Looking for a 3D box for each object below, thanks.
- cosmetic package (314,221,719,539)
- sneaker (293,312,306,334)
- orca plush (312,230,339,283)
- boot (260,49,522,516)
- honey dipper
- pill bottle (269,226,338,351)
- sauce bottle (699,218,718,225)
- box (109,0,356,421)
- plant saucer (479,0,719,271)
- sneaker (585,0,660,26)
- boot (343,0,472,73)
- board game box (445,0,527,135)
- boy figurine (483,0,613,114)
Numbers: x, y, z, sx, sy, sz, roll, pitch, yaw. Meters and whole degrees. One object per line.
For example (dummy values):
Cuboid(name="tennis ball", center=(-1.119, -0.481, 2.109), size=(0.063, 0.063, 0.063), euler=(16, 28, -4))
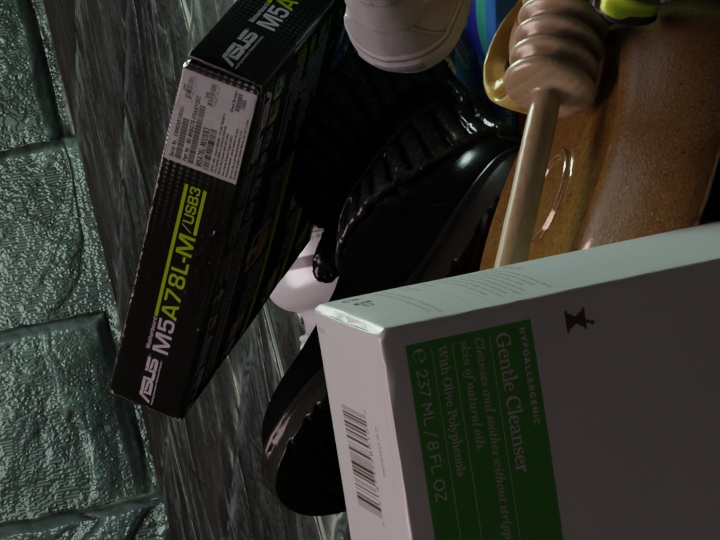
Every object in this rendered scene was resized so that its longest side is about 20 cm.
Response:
Cuboid(name="cosmetic package", center=(0.094, 0.047, 1.042), size=(0.085, 0.199, 0.108), euler=(-162, 60, -72))
Cuboid(name="sneaker", center=(-0.016, -0.033, 1.858), size=(0.089, 0.074, 0.201), euler=(95, 161, -60))
Cuboid(name="orca plush", center=(0.012, -0.004, 1.567), size=(0.105, 0.071, 0.201), euler=(-59, -51, -76))
Cuboid(name="boot", center=(0.002, 0.001, 1.367), size=(0.158, 0.211, 0.079), euler=(38, 176, 47))
Cuboid(name="honey dipper", center=(0.064, -0.024, 1.124), size=(0.038, 0.038, 0.201), euler=(100, -178, -61))
Cuboid(name="pill bottle", center=(-0.009, -0.039, 1.723), size=(0.111, 0.111, 0.201), euler=(165, 95, -79))
Cuboid(name="sauce bottle", center=(0.125, 0.006, 1.218), size=(0.200, 0.064, 0.065), euler=(-154, 54, -79))
Cuboid(name="box", center=(-0.053, -0.056, 1.437), size=(0.193, 0.047, 0.201), euler=(-60, -12, -54))
Cuboid(name="plant saucer", center=(0.090, -0.024, 1.182), size=(0.200, 0.035, 0.201), euler=(-159, 90, -78))
Cuboid(name="sneaker", center=(0.074, -0.194, 1.159), size=(0.200, 0.081, 0.074), euler=(51, -157, 14))
Cuboid(name="boot", center=(0.032, -0.195, 1.313), size=(0.096, 0.073, 0.201), euler=(71, -153, -62))
Cuboid(name="board game box", center=(0.065, -0.106, 1.453), size=(0.152, 0.045, 0.201), euler=(-116, 19, -52))
Cuboid(name="boy figurine", center=(0.083, -0.162, 1.270), size=(0.124, 0.064, 0.201), euler=(-121, 26, -56))
